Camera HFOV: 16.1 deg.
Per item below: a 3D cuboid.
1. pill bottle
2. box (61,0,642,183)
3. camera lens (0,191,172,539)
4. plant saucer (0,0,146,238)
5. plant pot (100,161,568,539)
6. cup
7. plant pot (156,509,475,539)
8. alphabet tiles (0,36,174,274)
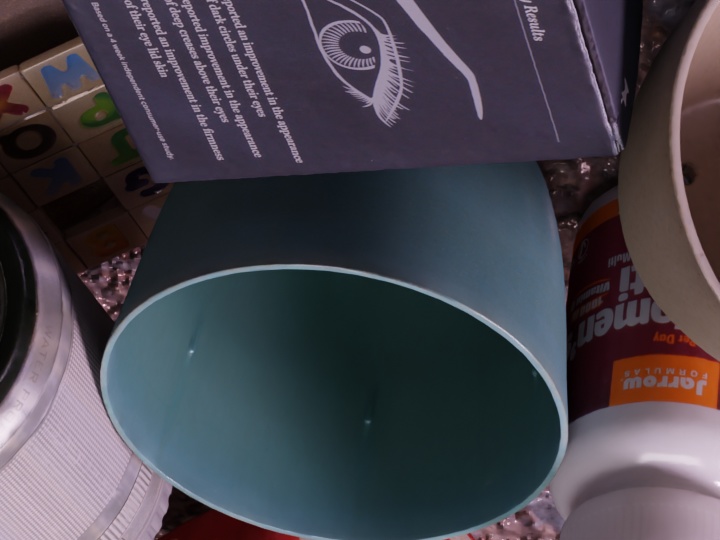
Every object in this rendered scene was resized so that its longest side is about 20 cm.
[{"bbox_3d":[0.141,0.063,1.137,0.109,0.200,0.110,6,143,5],"label":"pill bottle"},{"bbox_3d":[-0.003,-0.121,0.970,0.200,0.104,0.148,-2,142,16],"label":"box"},{"bbox_3d":[-0.182,0.061,1.137,0.160,0.160,0.200,-2,154,15],"label":"camera lens"},{"bbox_3d":[-0.181,-0.068,1.133,0.200,0.032,0.200,-17,150,-10],"label":"plant saucer"},{"bbox_3d":[0.000,0.000,1.124,0.200,0.161,0.201,7,141,5],"label":"plant pot"},{"bbox_3d":[0.184,-0.033,1.042,0.200,0.201,0.143,24,164,-16],"label":"cup"},{"bbox_3d":[-0.035,0.209,1.368,0.200,0.201,0.182,30,132,-23],"label":"plant pot"},{"bbox_3d":[-0.184,-0.024,1.165,0.200,0.008,0.167,-25,150,4],"label":"alphabet tiles"}]
